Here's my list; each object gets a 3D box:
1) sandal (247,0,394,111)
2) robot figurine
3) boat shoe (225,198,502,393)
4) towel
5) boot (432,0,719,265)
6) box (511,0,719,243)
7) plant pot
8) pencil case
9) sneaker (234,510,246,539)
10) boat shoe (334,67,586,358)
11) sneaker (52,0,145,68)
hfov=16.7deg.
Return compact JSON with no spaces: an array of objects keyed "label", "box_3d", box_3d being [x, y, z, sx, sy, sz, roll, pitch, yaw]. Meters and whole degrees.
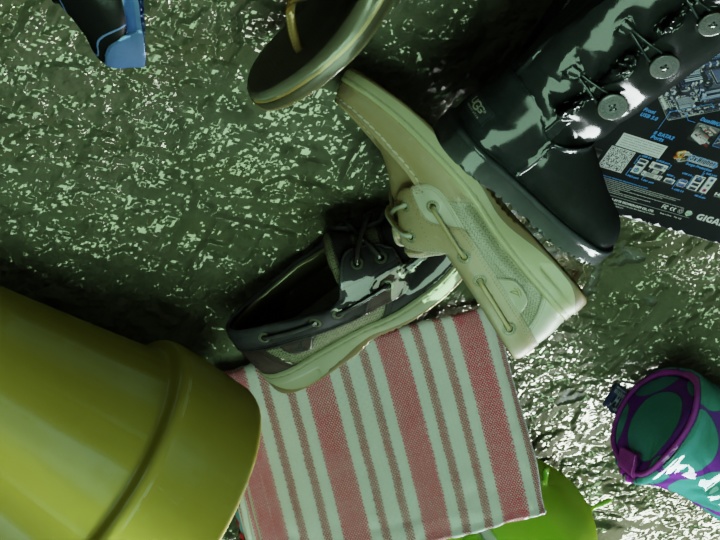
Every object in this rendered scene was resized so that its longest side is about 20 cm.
[{"label":"sandal","box_3d":[-0.002,-0.173,1.365,0.054,0.081,0.200,35,117,-21]},{"label":"robot figurine","box_3d":[0.083,0.211,1.722,0.200,0.116,0.175,-42,139,18]},{"label":"boat shoe","box_3d":[0.000,0.000,1.532,0.200,0.072,0.065,-37,130,22]},{"label":"towel","box_3d":[0.011,0.115,1.622,0.199,0.030,0.147,-14,92,-2]},{"label":"boot","box_3d":[0.163,-0.106,1.421,0.200,0.066,0.165,-43,138,14]},{"label":"box","box_3d":[0.198,-0.117,1.487,0.199,0.050,0.199,14,127,-26]},{"label":"plant pot","box_3d":[-0.193,0.108,1.513,0.189,0.201,0.201,36,117,-21]},{"label":"pencil case","box_3d":[0.259,0.143,1.731,0.200,0.085,0.093,34,102,-37]},{"label":"sneaker","box_3d":[-0.053,0.176,1.698,0.095,0.079,0.201,20,118,-18]},{"label":"boat shoe","box_3d":[0.048,-0.034,1.460,0.065,0.072,0.200,-42,101,3]},{"label":"sneaker","box_3d":[-0.164,-0.189,1.310,0.077,0.070,0.201,-10,129,0]}]
